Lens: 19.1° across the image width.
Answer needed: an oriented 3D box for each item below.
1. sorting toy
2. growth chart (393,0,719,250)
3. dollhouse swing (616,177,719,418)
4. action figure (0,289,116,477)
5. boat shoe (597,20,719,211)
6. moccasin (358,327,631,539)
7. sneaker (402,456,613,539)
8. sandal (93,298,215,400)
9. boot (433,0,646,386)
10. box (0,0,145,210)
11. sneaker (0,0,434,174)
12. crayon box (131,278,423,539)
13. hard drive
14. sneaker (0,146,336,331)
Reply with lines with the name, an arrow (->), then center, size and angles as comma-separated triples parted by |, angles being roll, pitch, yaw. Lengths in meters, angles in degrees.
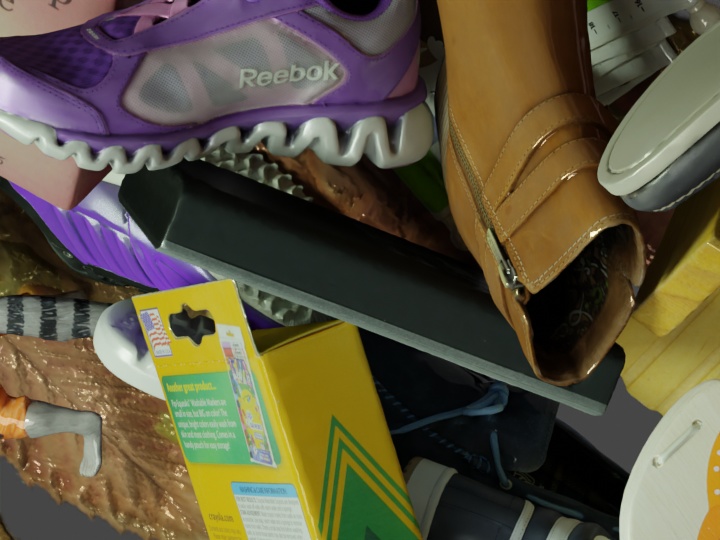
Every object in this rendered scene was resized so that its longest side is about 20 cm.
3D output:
sorting toy -> 0.137, 0.167, 0.864 | 0.107, 0.180, 0.200 | 39, 176, 27
growth chart -> 0.055, -0.107, 0.908 | 0.145, 0.018, 0.200 | 43, 133, -8
dollhouse swing -> 0.187, 0.067, 0.876 | 0.199, 0.182, 0.176 | 36, 124, -1
action figure -> -0.216, 0.004, 1.071 | 0.192, 0.201, 0.105 | 22, 133, -29
boat shoe -> 0.171, -0.077, 0.751 | 0.063, 0.200, 0.073 | 52, 170, -16
moccasin -> 0.074, 0.077, 1.014 | 0.199, 0.081, 0.068 | 33, 134, -17
sneaker -> 0.067, 0.171, 1.009 | 0.108, 0.070, 0.201 | 15, 144, 15
sandal -> -0.041, 0.076, 1.053 | 0.201, 0.083, 0.050 | 28, 117, -2
boot -> 0.065, -0.070, 0.805 | 0.076, 0.156, 0.201 | -3, 134, -13
box -> -0.135, -0.150, 0.922 | 0.127, 0.109, 0.201 | 29, 135, 9
sneaker -> -0.058, -0.092, 0.851 | 0.081, 0.198, 0.089 | -129, 42, -51
crayon box -> -0.029, 0.096, 0.943 | 0.125, 0.051, 0.202 | -9, 100, 64
hard drive -> 0.000, 0.000, 0.909 | 0.198, 0.140, 0.033 | 21, 95, -16
sneaker -> -0.097, -0.021, 1.039 | 0.199, 0.070, 0.100 | 36, 142, 6
